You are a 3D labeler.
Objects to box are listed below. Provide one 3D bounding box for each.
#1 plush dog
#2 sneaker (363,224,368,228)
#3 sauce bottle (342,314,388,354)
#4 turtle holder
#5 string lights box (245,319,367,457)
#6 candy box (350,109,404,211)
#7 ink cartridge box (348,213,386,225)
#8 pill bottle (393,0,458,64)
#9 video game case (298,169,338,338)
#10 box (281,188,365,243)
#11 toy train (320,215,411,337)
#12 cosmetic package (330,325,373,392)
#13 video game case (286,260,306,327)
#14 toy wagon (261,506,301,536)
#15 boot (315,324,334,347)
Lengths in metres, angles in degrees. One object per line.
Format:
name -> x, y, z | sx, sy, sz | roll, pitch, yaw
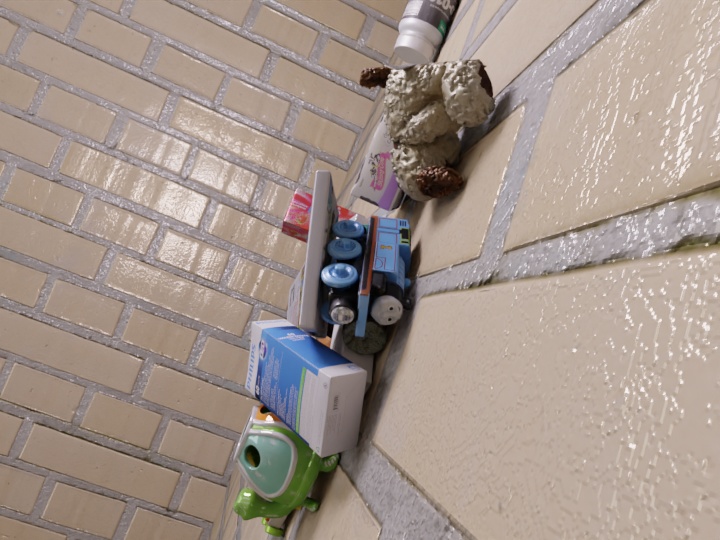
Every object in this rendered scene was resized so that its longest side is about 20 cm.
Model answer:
plush dog -> 0.081, -0.176, 0.695 | 0.200, 0.158, 0.174 | -88, -5, -71
sneaker -> 0.000, 0.000, 0.970 | 0.080, 0.071, 0.202 | -21, 44, 58
sauce bottle -> 0.014, 0.038, 0.782 | 0.201, 0.064, 0.065 | -79, 13, -57
turtle holder -> -0.115, 0.269, 0.778 | 0.142, 0.131, 0.186 | -79, 14, -49
string lights box -> -0.080, 0.145, 0.703 | 0.199, 0.058, 0.104 | 23, 109, 49
candy box -> 0.059, -0.190, 0.886 | 0.200, 0.071, 0.169 | -45, -21, -78
ink cartridge box -> -0.025, -0.034, 1.088 | 0.116, 0.067, 0.202 | -29, 35, 55
pill bottle -> 0.159, -0.604, 1.272 | 0.113, 0.112, 0.202 | -154, 85, -81
video game case -> -0.054, -0.012, 0.742 | 0.182, 0.022, 0.203 | 84, -170, -79
box -> -0.100, -0.121, 1.408 | 0.096, 0.198, 0.101 | 131, 160, -70
toy train -> 0.011, 0.000, 0.703 | 0.201, 0.113, 0.087 | -82, -3, -55
cosmetic package -> -0.013, 0.115, 0.789 | 0.201, 0.050, 0.083 | -82, 14, -57
video game case -> -0.102, 0.052, 1.031 | 0.183, 0.023, 0.201 | -57, 23, 37
toy wagon -> -0.128, 0.371, 0.921 | 0.200, 0.039, 0.157 | 135, 155, -70
boot -> -0.088, 0.172, 0.993 | 0.200, 0.076, 0.157 | -142, 68, -76
